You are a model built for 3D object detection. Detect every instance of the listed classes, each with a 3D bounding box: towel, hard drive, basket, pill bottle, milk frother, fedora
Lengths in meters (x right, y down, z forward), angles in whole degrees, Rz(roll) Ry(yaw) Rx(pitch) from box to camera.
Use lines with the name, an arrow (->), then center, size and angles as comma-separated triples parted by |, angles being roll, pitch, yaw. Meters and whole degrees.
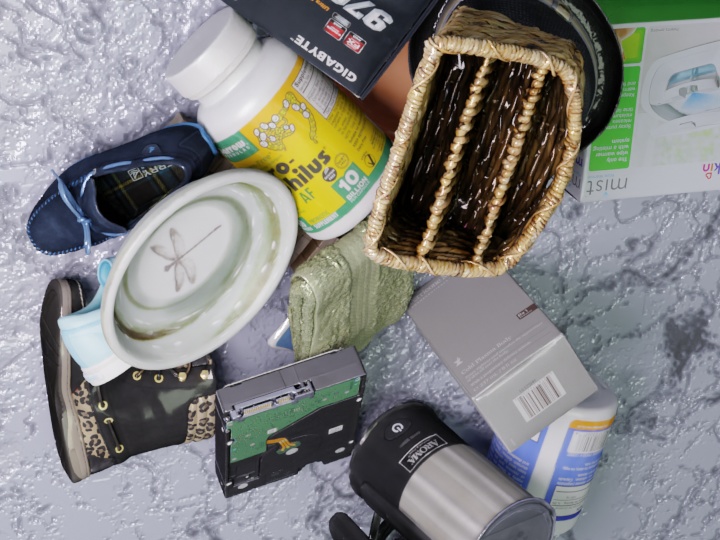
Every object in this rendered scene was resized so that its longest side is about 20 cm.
towel -> -0.005, 0.022, 1.516 | 0.148, 0.036, 0.200 | -38, 156, -22
hard drive -> -0.070, 0.146, 1.567 | 0.139, 0.038, 0.200 | -18, 156, -13
basket -> 0.101, -0.093, 1.331 | 0.142, 0.149, 0.201 | 21, 111, 4
pill bottle -> 0.185, 0.203, 1.708 | 0.111, 0.112, 0.201 | 6, 115, -23
milk frother -> 0.085, 0.269, 1.651 | 0.181, 0.188, 0.200 | -47, 137, -6
pill bottle -> -0.069, -0.129, 1.424 | 0.113, 0.113, 0.200 | -44, 113, 6
fedora -> 0.135, -0.166, 1.430 | 0.199, 0.092, 0.202 | 2, 116, 4

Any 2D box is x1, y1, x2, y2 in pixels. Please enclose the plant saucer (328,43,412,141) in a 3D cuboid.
plant saucer -> 0.058, -0.206, 1.490 | 0.199, 0.037, 0.201 | -9, 119, -17

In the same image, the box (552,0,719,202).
box -> 0.284, -0.168, 1.560 | 0.199, 0.097, 0.177 | -5, 116, -18

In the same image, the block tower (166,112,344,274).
block tower -> -0.100, -0.061, 1.496 | 0.200, 0.058, 0.054 | 35, 101, -30

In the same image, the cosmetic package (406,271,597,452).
cosmetic package -> 0.128, 0.070, 1.566 | 0.107, 0.200, 0.090 | -37, 125, -1

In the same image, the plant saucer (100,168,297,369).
plant saucer -> -0.143, -0.010, 1.386 | 0.200, 0.050, 0.201 | -31, 145, -25

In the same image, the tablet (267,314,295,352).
tablet -> 0.000, 0.000, 1.552 | 0.200, 0.014, 0.130 | -51, 158, 9

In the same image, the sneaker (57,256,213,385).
sneaker -> -0.186, 0.009, 1.460 | 0.200, 0.074, 0.082 | -47, 114, -34

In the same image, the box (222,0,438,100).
box -> -0.034, -0.258, 1.345 | 0.200, 0.046, 0.159 | 35, 129, -7

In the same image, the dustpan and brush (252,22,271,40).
dustpan and brush -> -0.042, -0.262, 1.401 | 0.139, 0.057, 0.200 | 35, 135, -8

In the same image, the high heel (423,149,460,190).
high heel -> 0.106, -0.087, 1.514 | 0.096, 0.067, 0.200 | -62, 148, -13

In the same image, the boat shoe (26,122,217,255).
boat shoe -> -0.216, -0.067, 1.405 | 0.200, 0.069, 0.084 | -33, 107, 28

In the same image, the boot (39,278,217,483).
boot -> -0.213, 0.091, 1.525 | 0.150, 0.073, 0.201 | -10, 112, -21
